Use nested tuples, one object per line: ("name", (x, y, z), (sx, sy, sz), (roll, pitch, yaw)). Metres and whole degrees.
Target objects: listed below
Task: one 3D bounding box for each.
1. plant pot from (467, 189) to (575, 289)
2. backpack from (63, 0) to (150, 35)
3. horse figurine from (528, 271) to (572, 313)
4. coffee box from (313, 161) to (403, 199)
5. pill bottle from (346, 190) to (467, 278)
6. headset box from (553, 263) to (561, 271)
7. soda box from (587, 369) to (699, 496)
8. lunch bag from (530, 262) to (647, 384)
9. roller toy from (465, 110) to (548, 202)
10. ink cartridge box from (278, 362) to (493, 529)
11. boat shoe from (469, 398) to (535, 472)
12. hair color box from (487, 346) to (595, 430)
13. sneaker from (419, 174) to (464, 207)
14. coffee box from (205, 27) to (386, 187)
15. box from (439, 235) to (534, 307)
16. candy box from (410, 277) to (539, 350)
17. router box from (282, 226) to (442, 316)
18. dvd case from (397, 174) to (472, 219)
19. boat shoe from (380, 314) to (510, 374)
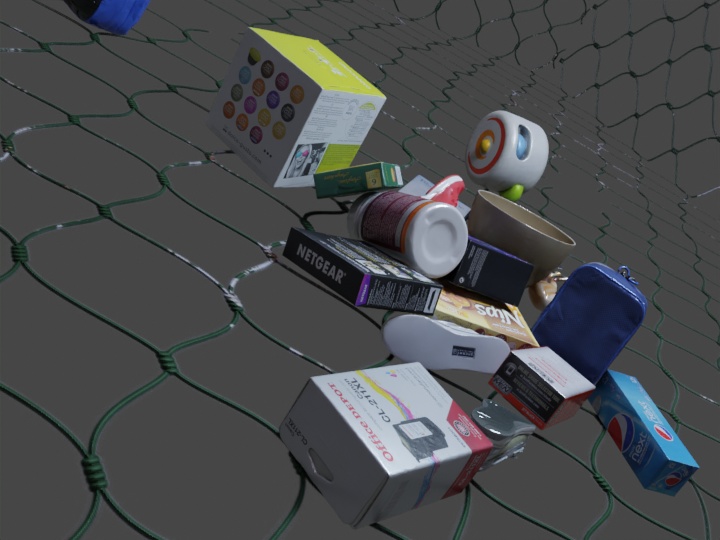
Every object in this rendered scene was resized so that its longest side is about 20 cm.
("plant pot", (0.271, -0.039, 1.630), (0.198, 0.136, 0.201), (25, 15, -7))
("backpack", (-0.477, -0.554, 1.717), (0.167, 0.163, 0.200), (10, 31, -46))
("horse figurine", (0.370, 0.058, 1.664), (0.132, 0.050, 0.201), (-20, 61, -35))
("coffee box", (0.000, -0.154, 1.527), (0.121, 0.045, 0.200), (-8, 4, 13))
("pill bottle", (0.068, -0.063, 1.410), (0.113, 0.116, 0.199), (13, 5, -34))
("headset box", (0.317, -0.056, 1.805), (0.198, 0.078, 0.149), (30, 24, 0))
("soda box", (0.428, 0.245, 1.374), (0.067, 0.065, 0.201), (18, 27, -26))
("lunch bag", (0.374, 0.079, 1.455), (0.135, 0.201, 0.132), (39, 12, 13))
("roller toy", (0.339, -0.279, 2.122), (0.138, 0.184, 0.201), (15, 28, -29))
("ink cartridge box", (0.031, 0.187, 0.996), (0.199, 0.083, 0.146), (0, 40, -51))
("boat shoe", (0.171, 0.211, 1.137), (0.074, 0.065, 0.202), (28, 7, 18))
("hair color box", (0.266, 0.166, 1.297), (0.101, 0.062, 0.199), (41, 14, 23))
("sneaker", (0.159, -0.099, 1.696), (0.116, 0.079, 0.199), (47, 50, 10))
("coffee box", (-0.114, -0.285, 1.583), (0.199, 0.199, 0.199), (42, 27, 24))
("box", (0.168, -0.020, 1.482), (0.140, 0.080, 0.200), (22, 5, -31))
("candy box", (0.172, 0.077, 1.404), (0.198, 0.056, 0.116), (21, 26, -23))
("router box", (0.000, 0.000, 1.291), (0.148, 0.052, 0.199), (10, 14, -39))
("dvd case", (0.151, -0.134, 1.827), (0.142, 0.018, 0.200), (33, 24, 6))
("boat shoe", (0.116, 0.104, 1.279), (0.197, 0.073, 0.066), (8, 0, -18))
